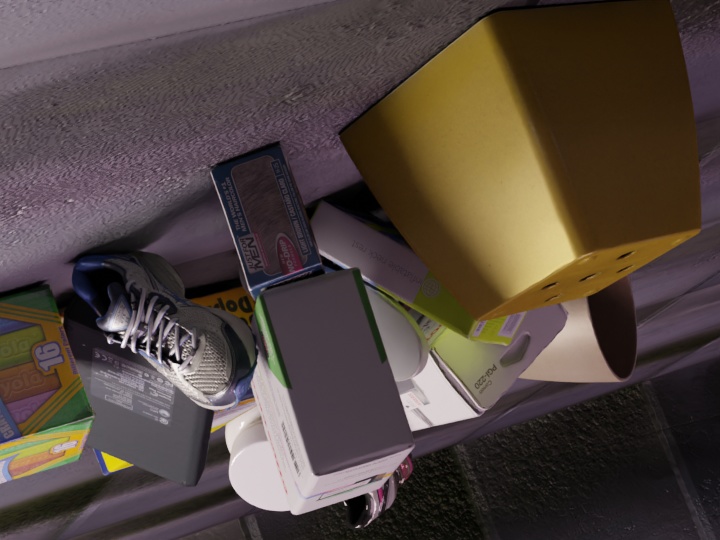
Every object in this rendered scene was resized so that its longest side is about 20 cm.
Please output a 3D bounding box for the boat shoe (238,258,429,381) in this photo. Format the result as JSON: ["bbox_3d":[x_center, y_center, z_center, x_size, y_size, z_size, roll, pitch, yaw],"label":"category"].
[{"bbox_3d":[-0.014,0.030,1.562,0.064,0.200,0.071,-1,120,-60],"label":"boat shoe"}]

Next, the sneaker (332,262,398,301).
[{"bbox_3d":[0.000,0.000,1.733,0.084,0.073,0.200,19,157,-21],"label":"sneaker"}]

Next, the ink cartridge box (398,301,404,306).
[{"bbox_3d":[0.116,0.000,1.866,0.199,0.077,0.136,-24,168,19],"label":"ink cartridge box"}]

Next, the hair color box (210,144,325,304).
[{"bbox_3d":[-0.066,-0.019,1.409,0.060,0.100,0.200,-19,168,-1],"label":"hair color box"}]

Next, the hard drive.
[{"bbox_3d":[-0.197,0.110,1.575,0.200,0.139,0.033,105,8,-53],"label":"hard drive"}]

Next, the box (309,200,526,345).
[{"bbox_3d":[0.039,-0.002,1.550,0.048,0.200,0.122,-62,159,6],"label":"box"}]

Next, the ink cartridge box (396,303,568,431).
[{"bbox_3d":[0.083,0.075,1.692,0.146,0.085,0.200,-45,-167,-28],"label":"ink cartridge box"}]

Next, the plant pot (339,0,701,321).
[{"bbox_3d":[0.140,-0.074,1.338,0.200,0.177,0.200,-11,164,-40],"label":"plant pot"}]

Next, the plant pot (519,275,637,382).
[{"bbox_3d":[0.189,0.048,2.008,0.199,0.188,0.187,-11,173,24],"label":"plant pot"}]

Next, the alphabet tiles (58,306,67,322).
[{"bbox_3d":[-0.259,0.053,1.618,0.199,0.006,0.166,-18,167,-14],"label":"alphabet tiles"}]

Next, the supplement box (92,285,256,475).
[{"bbox_3d":[-0.180,0.107,1.715,0.109,0.110,0.200,-16,169,-40],"label":"supplement box"}]

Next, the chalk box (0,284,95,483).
[{"bbox_3d":[-0.333,0.111,1.448,0.199,0.124,0.124,-17,164,-20],"label":"chalk box"}]

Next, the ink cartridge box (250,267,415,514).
[{"bbox_3d":[-0.029,0.099,1.392,0.084,0.145,0.200,-15,167,-11],"label":"ink cartridge box"}]

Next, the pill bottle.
[{"bbox_3d":[-0.077,0.139,1.805,0.114,0.200,0.115,2,127,2],"label":"pill bottle"}]

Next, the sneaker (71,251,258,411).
[{"bbox_3d":[-0.160,0.046,1.383,0.085,0.200,0.077,14,104,-47],"label":"sneaker"}]

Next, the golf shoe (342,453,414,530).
[{"bbox_3d":[-0.020,0.160,1.680,0.072,0.200,0.092,2,-134,42],"label":"golf shoe"}]
